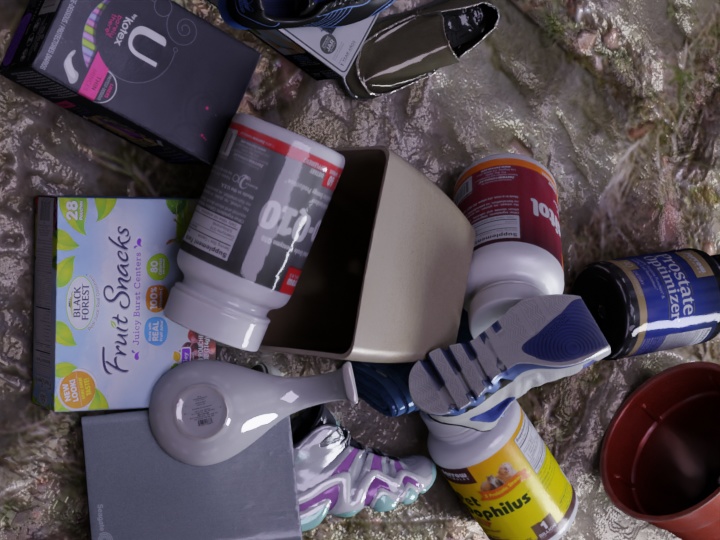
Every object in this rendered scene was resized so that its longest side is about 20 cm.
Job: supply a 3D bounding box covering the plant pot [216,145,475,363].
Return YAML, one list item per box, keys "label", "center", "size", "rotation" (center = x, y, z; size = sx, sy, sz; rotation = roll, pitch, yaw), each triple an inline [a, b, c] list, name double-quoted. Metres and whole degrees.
- label: "plant pot"
  center: [0.000, 0.000, 1.618]
  size: [0.177, 0.199, 0.201]
  rotation: [19, 79, -43]

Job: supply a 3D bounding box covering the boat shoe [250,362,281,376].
- label: "boat shoe"
  center: [-0.148, 0.172, 1.612]
  size: [0.064, 0.071, 0.201]
  rotation: [36, 78, -28]

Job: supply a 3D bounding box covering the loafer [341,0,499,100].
- label: "loafer"
  center: [0.064, -0.240, 1.706]
  size: [0.200, 0.070, 0.075]
  rotation: [-34, 109, -24]

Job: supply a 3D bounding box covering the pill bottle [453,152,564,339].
- label: "pill bottle"
  center: [0.153, -0.017, 1.695]
  size: [0.113, 0.113, 0.201]
  rotation: [31, 40, -28]

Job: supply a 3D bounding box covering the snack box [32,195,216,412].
- label: "snack box"
  center: [-0.223, 0.029, 1.560]
  size: [0.168, 0.068, 0.201]
  rotation: [0, 92, -31]

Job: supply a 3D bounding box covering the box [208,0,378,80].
- label: "box"
  center: [-0.077, -0.291, 1.627]
  size: [0.200, 0.060, 0.117]
  rotation: [33, 77, -28]

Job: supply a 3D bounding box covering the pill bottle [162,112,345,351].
- label: "pill bottle"
  center: [-0.101, -0.034, 1.517]
  size: [0.114, 0.114, 0.201]
  rotation: [21, 92, -29]

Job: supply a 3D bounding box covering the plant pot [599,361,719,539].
- label: "plant pot"
  center: [0.411, 0.240, 1.879]
  size: [0.195, 0.200, 0.201]
  rotation: [40, 74, -34]

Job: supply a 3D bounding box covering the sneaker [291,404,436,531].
- label: "sneaker"
  center: [-0.014, 0.180, 1.684]
  size: [0.199, 0.078, 0.141]
  rotation: [-13, 100, -29]

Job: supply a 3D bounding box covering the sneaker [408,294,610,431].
- label: "sneaker"
  center: [0.140, 0.097, 1.613]
  size: [0.199, 0.115, 0.081]
  rotation: [-22, 69, -5]

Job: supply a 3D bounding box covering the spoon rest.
- label: "spoon rest"
  center: [-0.101, 0.125, 1.541]
  size: [0.199, 0.061, 0.100]
  rotation: [-10, 85, 3]

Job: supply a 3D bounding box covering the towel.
- label: "towel"
  center: [0.086, 0.086, 1.714]
  size: [0.199, 0.112, 0.049]
  rotation: [-24, 115, -25]

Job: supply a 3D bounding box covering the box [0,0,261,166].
- label: "box"
  center: [-0.214, -0.194, 1.528]
  size: [0.200, 0.106, 0.123]
  rotation: [27, 81, -29]

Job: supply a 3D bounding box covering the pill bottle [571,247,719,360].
- label: "pill bottle"
  center: [0.348, 0.034, 1.864]
  size: [0.199, 0.112, 0.112]
  rotation: [-9, 98, -29]

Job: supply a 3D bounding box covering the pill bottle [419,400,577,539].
- label: "pill bottle"
  center: [0.144, 0.203, 1.750]
  size: [0.109, 0.109, 0.200]
  rotation: [-45, 118, -20]

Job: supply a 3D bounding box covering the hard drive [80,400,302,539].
- label: "hard drive"
  center: [-0.161, 0.200, 1.558]
  size: [0.199, 0.033, 0.140]
  rotation: [-5, 81, -9]

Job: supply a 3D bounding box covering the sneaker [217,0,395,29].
- label: "sneaker"
  center: [-0.034, -0.266, 1.573]
  size: [0.199, 0.078, 0.070]
  rotation: [-16, 102, -27]
